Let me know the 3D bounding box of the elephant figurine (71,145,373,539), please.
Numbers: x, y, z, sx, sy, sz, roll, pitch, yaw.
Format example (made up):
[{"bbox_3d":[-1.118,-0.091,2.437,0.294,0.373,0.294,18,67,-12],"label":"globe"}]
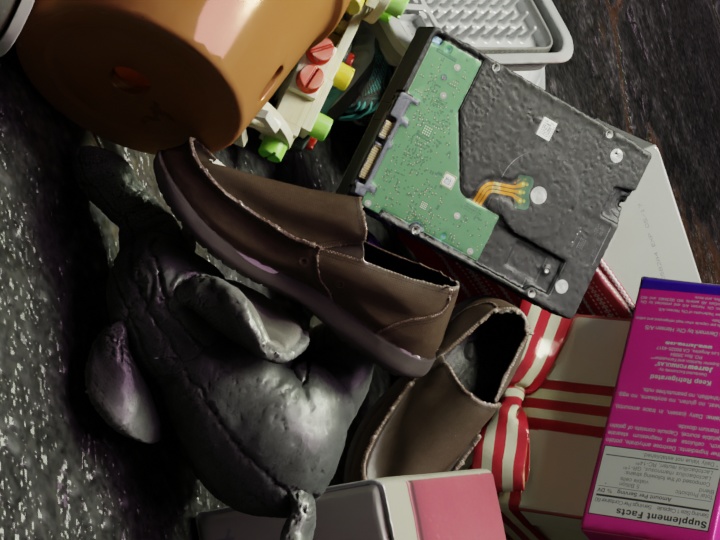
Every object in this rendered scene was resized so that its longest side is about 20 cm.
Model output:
[{"bbox_3d":[-0.097,0.043,1.124,0.200,0.155,0.142,48,67,-32],"label":"elephant figurine"}]

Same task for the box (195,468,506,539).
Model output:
[{"bbox_3d":[0.004,0.191,1.242,0.200,0.128,0.109,8,70,-66],"label":"box"}]

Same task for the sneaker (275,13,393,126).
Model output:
[{"bbox_3d":[-0.008,-0.145,1.507,0.200,0.077,0.091,-67,141,-55],"label":"sneaker"}]

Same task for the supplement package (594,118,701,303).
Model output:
[{"bbox_3d":[0.184,-0.026,1.702,0.200,0.150,0.152,-125,-165,-77],"label":"supplement package"}]

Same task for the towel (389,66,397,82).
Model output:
[{"bbox_3d":[0.041,-0.160,1.587,0.149,0.031,0.200,101,-16,-60],"label":"towel"}]

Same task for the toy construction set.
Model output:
[{"bbox_3d":[-0.034,-0.149,1.349,0.092,0.131,0.200,41,72,-5],"label":"toy construction set"}]

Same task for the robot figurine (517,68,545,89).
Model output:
[{"bbox_3d":[0.102,-0.166,1.690,0.200,0.113,0.170,74,8,-69],"label":"robot figurine"}]

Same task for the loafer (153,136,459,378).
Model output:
[{"bbox_3d":[-0.027,-0.021,1.121,0.200,0.071,0.073,34,13,-14],"label":"loafer"}]

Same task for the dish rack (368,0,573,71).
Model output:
[{"bbox_3d":[0.060,-0.216,1.504,0.200,0.044,0.172,-7,62,-44],"label":"dish rack"}]

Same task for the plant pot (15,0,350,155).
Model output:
[{"bbox_3d":[-0.109,-0.160,1.128,0.200,0.200,0.140,53,46,-44],"label":"plant pot"}]

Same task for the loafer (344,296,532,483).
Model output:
[{"bbox_3d":[0.056,0.095,1.393,0.073,0.071,0.200,33,70,-9],"label":"loafer"}]

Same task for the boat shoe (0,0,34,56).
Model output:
[{"bbox_3d":[-0.202,-0.216,1.079,0.060,0.072,0.202,16,70,-33],"label":"boat shoe"}]

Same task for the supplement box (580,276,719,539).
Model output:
[{"bbox_3d":[0.239,0.119,1.427,0.101,0.103,0.200,48,54,-54],"label":"supplement box"}]

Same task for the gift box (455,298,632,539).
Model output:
[{"bbox_3d":[0.129,0.137,1.528,0.187,0.200,0.185,50,46,-54],"label":"gift box"}]

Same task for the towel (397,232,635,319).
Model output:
[{"bbox_3d":[0.120,0.000,1.553,0.022,0.200,0.145,-43,102,-28],"label":"towel"}]

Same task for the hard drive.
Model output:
[{"bbox_3d":[0.097,-0.069,1.416,0.200,0.038,0.140,27,87,-22],"label":"hard drive"}]

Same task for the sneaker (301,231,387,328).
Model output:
[{"bbox_3d":[0.000,0.000,1.440,0.100,0.069,0.200,64,13,12],"label":"sneaker"}]
